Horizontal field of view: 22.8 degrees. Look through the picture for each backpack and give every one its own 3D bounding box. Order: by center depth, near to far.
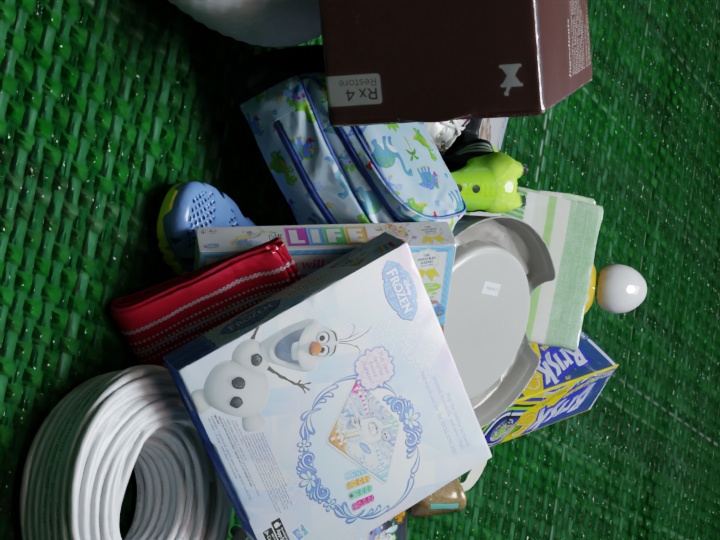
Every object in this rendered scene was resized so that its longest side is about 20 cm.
[{"bbox_3d":[-0.005,-0.085,1.463,0.163,0.154,0.200,-5,81,-66],"label":"backpack"}]

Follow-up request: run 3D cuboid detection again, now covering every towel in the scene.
[{"bbox_3d":[-0.092,0.073,1.390,0.022,0.144,0.200,-104,171,-53],"label":"towel"},{"bbox_3d":[0.120,-0.014,1.686,0.023,0.200,0.153,80,22,-71],"label":"towel"}]

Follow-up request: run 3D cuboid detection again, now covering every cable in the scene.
[{"bbox_3d":[-0.169,0.168,1.324,0.200,0.069,0.200,-50,132,-45],"label":"cable"}]

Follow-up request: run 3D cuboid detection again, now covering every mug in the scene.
[{"bbox_3d":[-0.092,-0.272,1.375,0.175,0.148,0.200,35,30,-55],"label":"mug"}]

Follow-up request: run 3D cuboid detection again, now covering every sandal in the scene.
[{"bbox_3d":[-0.084,-0.009,1.434,0.200,0.087,0.080,39,60,-44],"label":"sandal"}]

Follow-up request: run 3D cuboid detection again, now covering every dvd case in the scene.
[{"bbox_3d":[0.128,-0.151,1.787,0.200,0.018,0.143,79,24,-66],"label":"dvd case"}]

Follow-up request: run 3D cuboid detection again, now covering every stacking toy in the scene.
[{"bbox_3d":[0.181,0.011,1.756,0.146,0.200,0.146,5,90,-80],"label":"stacking toy"}]

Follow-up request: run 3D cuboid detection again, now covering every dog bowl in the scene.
[{"bbox_3d":[0.085,0.042,1.565,0.200,0.059,0.200,-20,120,-39],"label":"dog bowl"}]

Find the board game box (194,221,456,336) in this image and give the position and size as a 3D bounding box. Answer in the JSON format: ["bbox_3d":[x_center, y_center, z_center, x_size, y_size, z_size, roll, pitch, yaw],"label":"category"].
[{"bbox_3d":[-0.031,0.028,1.405,0.034,0.200,0.135,-105,-162,-53],"label":"board game box"}]

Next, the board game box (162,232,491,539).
[{"bbox_3d":[-0.021,0.105,1.351,0.199,0.043,0.200,-29,113,-16],"label":"board game box"}]

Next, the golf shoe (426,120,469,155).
[{"bbox_3d":[0.056,-0.137,1.666,0.073,0.092,0.200,28,69,-57],"label":"golf shoe"}]

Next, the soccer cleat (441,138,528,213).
[{"bbox_3d":[0.089,-0.083,1.582,0.200,0.081,0.068,-149,-120,-80],"label":"soccer cleat"}]

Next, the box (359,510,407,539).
[{"bbox_3d":[-0.004,0.242,1.634,0.137,0.040,0.200,-1,92,-61],"label":"box"}]

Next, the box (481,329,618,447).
[{"bbox_3d":[0.157,0.112,1.719,0.200,0.070,0.064,-14,141,-45],"label":"box"}]

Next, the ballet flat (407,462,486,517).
[{"bbox_3d":[0.086,0.166,1.698,0.200,0.072,0.068,-74,170,-60],"label":"ballet flat"}]

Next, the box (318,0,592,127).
[{"bbox_3d":[0.075,-0.206,1.347,0.200,0.166,0.164,-36,123,-69],"label":"box"}]
